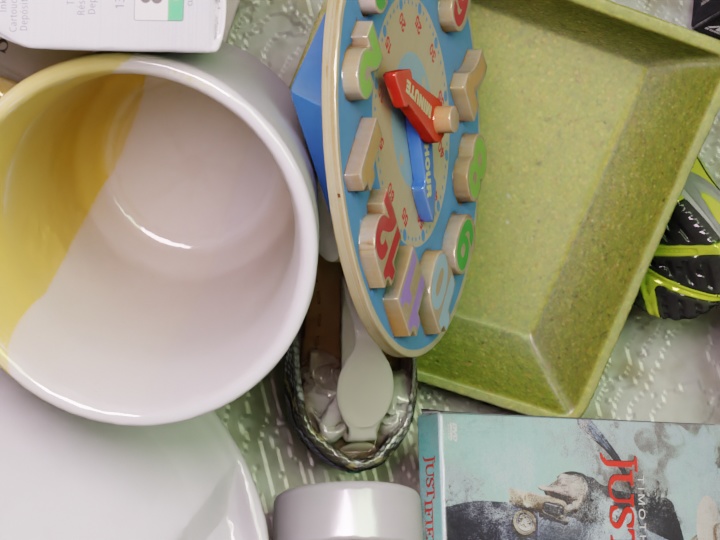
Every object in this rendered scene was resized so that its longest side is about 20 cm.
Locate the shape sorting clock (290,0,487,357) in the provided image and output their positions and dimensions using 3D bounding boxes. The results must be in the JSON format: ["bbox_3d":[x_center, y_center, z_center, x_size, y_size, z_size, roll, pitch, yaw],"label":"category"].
[{"bbox_3d":[0.022,-0.063,1.265,0.200,0.039,0.201,2,90,-69],"label":"shape sorting clock"}]

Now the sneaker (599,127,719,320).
[{"bbox_3d":[0.112,-0.064,1.483,0.200,0.075,0.076,52,28,-1],"label":"sneaker"}]

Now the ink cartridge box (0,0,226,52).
[{"bbox_3d":[-0.154,-0.114,1.200,0.199,0.161,0.050,-1,98,-3],"label":"ink cartridge box"}]

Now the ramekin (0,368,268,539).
[{"bbox_3d":[-0.145,0.128,1.271,0.202,0.094,0.203,8,72,-25],"label":"ramekin"}]

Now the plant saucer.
[{"bbox_3d":[0.047,-0.049,1.402,0.199,0.048,0.200,18,105,-20],"label":"plant saucer"}]

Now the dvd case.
[{"bbox_3d":[0.113,0.141,1.419,0.200,0.022,0.147,6,79,-37],"label":"dvd case"}]

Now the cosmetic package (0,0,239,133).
[{"bbox_3d":[-0.161,-0.125,1.346,0.200,0.071,0.106,24,68,-20],"label":"cosmetic package"}]

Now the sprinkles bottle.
[{"bbox_3d":[-0.004,0.197,1.339,0.068,0.068,0.201,6,74,-26],"label":"sprinkles bottle"}]

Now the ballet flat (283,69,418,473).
[{"bbox_3d":[0.000,0.000,1.344,0.072,0.072,0.201,-12,114,-29],"label":"ballet flat"}]

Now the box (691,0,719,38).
[{"bbox_3d":[0.297,-0.156,1.539,0.199,0.164,0.086,17,69,-22],"label":"box"}]

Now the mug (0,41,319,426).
[{"bbox_3d":[-0.092,-0.045,1.242,0.187,0.149,0.153,52,16,-8],"label":"mug"}]
